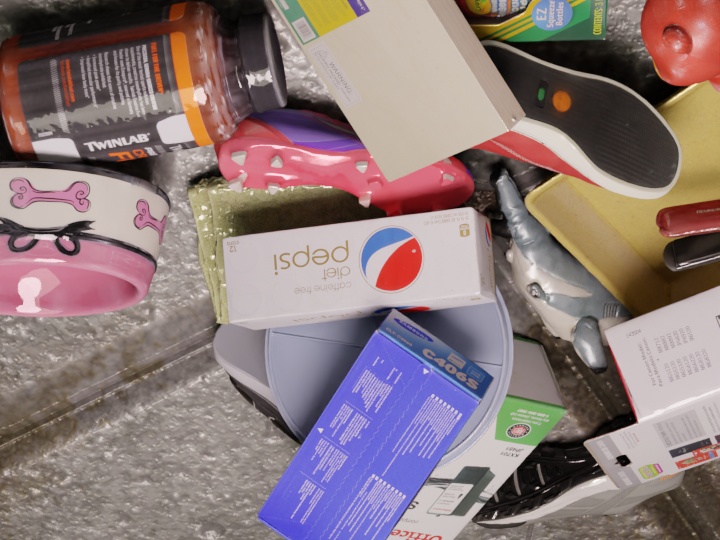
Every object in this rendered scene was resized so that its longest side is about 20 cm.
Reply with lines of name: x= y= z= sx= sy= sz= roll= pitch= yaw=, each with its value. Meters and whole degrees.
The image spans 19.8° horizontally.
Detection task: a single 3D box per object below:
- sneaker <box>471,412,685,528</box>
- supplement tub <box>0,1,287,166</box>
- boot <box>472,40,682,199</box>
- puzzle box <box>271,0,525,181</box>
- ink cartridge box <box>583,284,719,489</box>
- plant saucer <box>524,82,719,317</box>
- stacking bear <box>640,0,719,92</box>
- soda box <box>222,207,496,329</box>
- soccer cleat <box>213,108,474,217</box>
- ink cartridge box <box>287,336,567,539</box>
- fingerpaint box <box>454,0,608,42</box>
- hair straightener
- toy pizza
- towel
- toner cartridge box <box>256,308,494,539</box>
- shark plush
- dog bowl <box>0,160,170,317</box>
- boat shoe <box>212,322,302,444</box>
sneaker: x=0.191 y=0.190 z=1.804 sx=0.200 sy=0.074 sz=0.079 roll=-17 pitch=133 yaw=12
supplement tub: x=-0.157 y=-0.136 z=1.505 sx=0.199 sy=0.107 sz=0.107 roll=-10 pitch=129 yaw=7
boot: x=0.130 y=-0.103 z=1.544 sx=0.200 sy=0.073 sz=0.144 roll=24 pitch=164 yaw=-18
puzzle box: x=0.015 y=-0.167 z=1.442 sx=0.133 sy=0.025 sz=0.200 roll=-19 pitch=108 yaw=49
ink cartridge box: x=0.261 y=0.093 z=1.652 sx=0.175 sy=0.084 sz=0.200 roll=-21 pitch=158 yaw=8
plant saucer: x=0.260 y=-0.060 z=1.617 sx=0.200 sy=0.049 sz=0.200 roll=-34 pitch=122 yaw=22
stacking bear: x=0.286 y=-0.158 z=1.456 sx=0.199 sy=0.122 sz=0.114 roll=10 pitch=143 yaw=-26
soda box: x=0.000 y=0.000 z=1.567 sx=0.199 sy=0.068 sz=0.064 roll=-7 pitch=171 yaw=16
soccer cleat: x=-0.011 y=-0.090 z=1.565 sx=0.199 sy=0.077 sz=0.067 roll=6 pitch=139 yaw=-6
ink cartridge box: x=0.053 y=0.140 z=1.730 sx=0.146 sy=0.083 sz=0.200 roll=13 pitch=130 yaw=-32
fingerpaint box: x=0.091 y=-0.258 z=1.433 sx=0.166 sy=0.073 sz=0.200 roll=-1 pitch=129 yaw=0
hair straightener: x=0.331 y=-0.030 z=1.595 sx=0.199 sy=0.041 sz=0.077 roll=-13 pitch=128 yaw=3
toy pizza: x=0.023 y=0.062 z=1.609 sx=0.200 sy=0.032 sz=0.201 roll=-1 pitch=87 yaw=15
towel: x=-0.031 y=-0.024 z=1.645 sx=0.199 sy=0.037 sz=0.149 roll=-5 pitch=128 yaw=3
toner cartridge box: x=0.010 y=0.135 z=1.560 sx=0.095 sy=0.043 sz=0.200 roll=34 pitch=118 yaw=2
shark plush: x=0.160 y=-0.010 z=1.666 sx=0.083 sy=0.091 sz=0.200 roll=-41 pitch=107 yaw=-1
dog bowl: x=-0.242 y=-0.018 z=1.554 sx=0.199 sy=0.074 sz=0.200 roll=-1 pitch=165 yaw=0
boat shoe: x=-0.042 y=0.112 z=1.679 sx=0.200 sy=0.070 sz=0.066 roll=32 pitch=156 yaw=27
